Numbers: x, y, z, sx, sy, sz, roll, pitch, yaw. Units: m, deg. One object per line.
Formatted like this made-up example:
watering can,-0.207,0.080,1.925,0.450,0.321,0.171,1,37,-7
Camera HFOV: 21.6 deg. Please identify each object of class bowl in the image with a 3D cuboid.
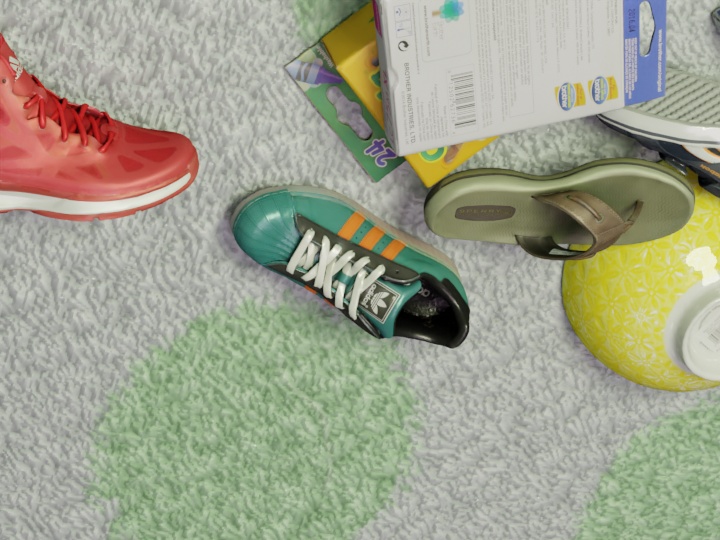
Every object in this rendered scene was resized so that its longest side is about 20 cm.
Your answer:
bowl,0.264,0.023,1.460,0.198,0.108,0.202,-7,123,-12

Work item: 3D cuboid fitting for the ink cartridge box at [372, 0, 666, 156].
ink cartridge box,0.110,-0.155,1.280,0.198,0.042,0.120,-11,123,-7

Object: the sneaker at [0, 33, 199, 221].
sneaker,-0.206,-0.100,1.259,0.198,0.079,0.116,-7,124,-14

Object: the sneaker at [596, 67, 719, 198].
sneaker,0.262,-0.092,1.384,0.198,0.079,0.080,11,130,4

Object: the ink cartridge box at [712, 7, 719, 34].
ink cartridge box,0.387,-0.162,1.422,0.195,0.043,0.201,-31,123,3

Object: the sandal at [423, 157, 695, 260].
sandal,0.145,-0.034,1.370,0.199,0.058,0.080,-4,137,-8

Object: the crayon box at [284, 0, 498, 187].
crayon box,0.064,-0.149,1.326,0.199,0.052,0.126,-36,124,7

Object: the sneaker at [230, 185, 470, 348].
sneaker,0.000,0.000,1.380,0.199,0.080,0.072,20,114,-26
